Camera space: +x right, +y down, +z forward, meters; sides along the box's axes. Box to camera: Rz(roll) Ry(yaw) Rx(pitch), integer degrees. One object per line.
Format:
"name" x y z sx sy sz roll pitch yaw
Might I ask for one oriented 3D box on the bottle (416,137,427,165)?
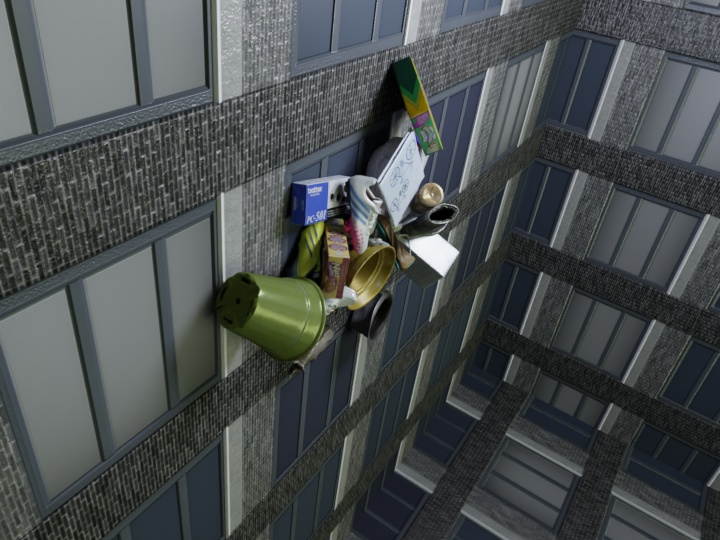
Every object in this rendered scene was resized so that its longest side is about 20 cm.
"bottle" 0.153 -0.306 1.773 0.083 0.065 0.202 -5 117 -63

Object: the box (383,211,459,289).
"box" 0.178 -0.059 1.842 0.107 0.200 0.152 -53 -174 -24

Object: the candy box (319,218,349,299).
"candy box" -0.069 -0.035 1.448 0.201 0.056 0.118 -104 -158 -58

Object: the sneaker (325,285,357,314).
"sneaker" -0.104 0.090 1.461 0.075 0.198 0.088 82 -1 -49

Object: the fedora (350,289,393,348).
"fedora" 0.029 0.144 1.920 0.201 0.090 0.178 -58 158 -31

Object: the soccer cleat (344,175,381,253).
"soccer cleat" 0.012 -0.133 1.435 0.070 0.085 0.202 -81 166 -61

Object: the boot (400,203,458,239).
"boot" 0.222 -0.152 1.691 0.181 0.073 0.200 -27 174 -26

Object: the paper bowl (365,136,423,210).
"paper bowl" 0.087 -0.266 1.616 0.201 0.104 0.202 -45 147 -41

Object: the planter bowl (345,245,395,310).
"planter bowl" 0.000 0.000 1.575 0.200 0.083 0.201 -42 153 -27

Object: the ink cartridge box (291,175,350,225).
"ink cartridge box" -0.089 -0.170 1.405 0.200 0.044 0.095 -23 121 -57

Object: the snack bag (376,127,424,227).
"snack bag" 0.109 -0.238 1.536 0.190 0.021 0.200 -61 153 -18

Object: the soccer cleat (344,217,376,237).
"soccer cleat" 0.007 -0.118 1.594 0.200 0.069 0.087 -55 142 -56

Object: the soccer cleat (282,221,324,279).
"soccer cleat" -0.121 -0.033 1.436 0.202 0.083 0.065 -68 155 -7

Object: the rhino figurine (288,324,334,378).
"rhino figurine" -0.143 0.225 1.635 0.200 0.060 0.087 -50 -171 -35

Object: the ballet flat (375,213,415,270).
"ballet flat" 0.100 -0.096 1.708 0.072 0.201 0.068 -25 159 -5

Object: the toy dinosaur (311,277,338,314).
"toy dinosaur" -0.118 0.080 1.571 0.135 0.086 0.201 -13 138 -51

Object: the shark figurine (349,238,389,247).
"shark figurine" 0.006 -0.045 1.695 0.214 0.127 0.090 135 -40 -83

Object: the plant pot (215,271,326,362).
"plant pot" -0.209 0.086 1.283 0.190 0.199 0.201 26 89 -53

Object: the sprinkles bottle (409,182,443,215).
"sprinkles bottle" 0.188 -0.204 1.703 0.069 0.068 0.200 -63 -177 -3

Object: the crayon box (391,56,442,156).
"crayon box" 0.150 -0.424 1.539 0.200 0.058 0.174 44 30 -65
